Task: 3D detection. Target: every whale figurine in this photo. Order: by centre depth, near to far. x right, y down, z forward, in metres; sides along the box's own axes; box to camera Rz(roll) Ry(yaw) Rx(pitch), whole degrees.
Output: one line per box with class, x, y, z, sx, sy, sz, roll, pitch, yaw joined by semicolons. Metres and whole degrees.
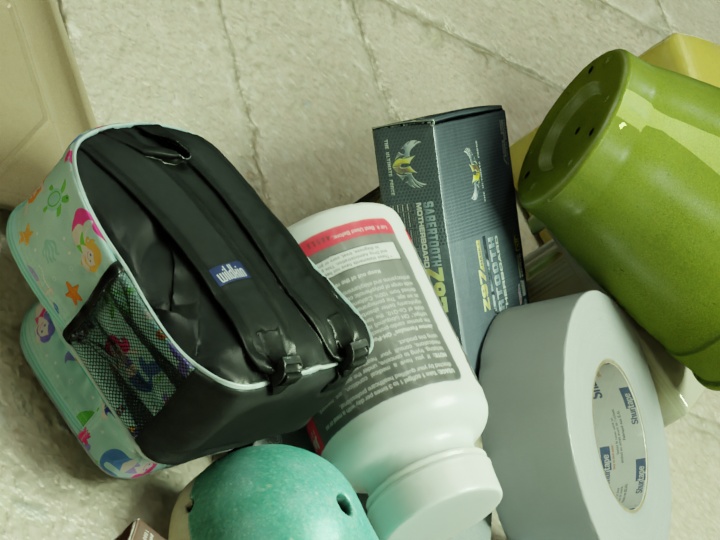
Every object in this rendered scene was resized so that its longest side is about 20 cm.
whale figurine;-0.017;0.180;1.539;0.200;0.104;0.160;37;32;-25

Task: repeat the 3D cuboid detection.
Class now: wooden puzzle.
wooden puzzle;-0.254;-0.113;1.616;0.199;0.037;0.186;10;49;-44

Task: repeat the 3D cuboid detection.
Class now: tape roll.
tape roll;0.149;0.118;1.799;0.200;0.066;0.202;42;41;-53

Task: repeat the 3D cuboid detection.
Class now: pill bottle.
pill bottle;0.012;0.068;1.630;0.110;0.111;0.201;6;52;-51

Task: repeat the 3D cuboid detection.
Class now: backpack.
backpack;-0.112;0.014;1.544;0.177;0.150;0.201;-14;66;-55

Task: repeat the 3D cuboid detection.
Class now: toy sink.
toy sink;0.165;0.026;1.955;0.201;0.112;0.130;55;29;-3

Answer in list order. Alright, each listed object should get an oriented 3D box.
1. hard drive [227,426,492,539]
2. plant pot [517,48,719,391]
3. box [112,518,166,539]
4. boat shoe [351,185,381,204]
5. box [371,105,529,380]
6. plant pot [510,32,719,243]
hard drive;0.002;0.131;1.694;0.200;0.033;0.140;38;32;-21
plant pot;0.220;-0.052;1.834;0.192;0.201;0.201;32;34;-15
box;-0.081;0.234;1.396;0.200;0.100;0.075;42;31;-16
boat shoe;0.000;0.000;1.806;0.074;0.075;0.200;53;37;-7
box;0.068;-0.009;1.812;0.158;0.051;0.202;-17;99;-68
plant pot;0.265;-0.040;2.098;0.195;0.194;0.201;12;52;-48
